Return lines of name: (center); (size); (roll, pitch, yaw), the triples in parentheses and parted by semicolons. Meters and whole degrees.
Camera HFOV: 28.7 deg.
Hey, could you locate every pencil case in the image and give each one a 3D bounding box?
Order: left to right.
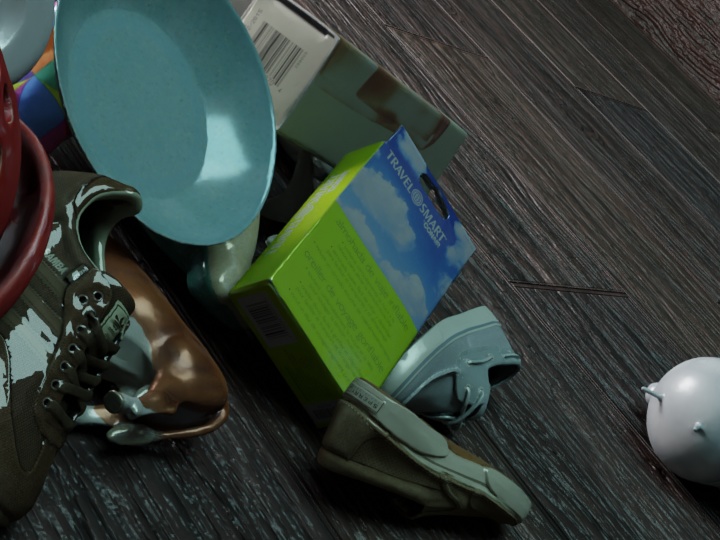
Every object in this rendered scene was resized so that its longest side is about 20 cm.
pencil case: (-0.199, -0.127, 0.935); (0.088, 0.088, 0.200); (42, 61, 9)

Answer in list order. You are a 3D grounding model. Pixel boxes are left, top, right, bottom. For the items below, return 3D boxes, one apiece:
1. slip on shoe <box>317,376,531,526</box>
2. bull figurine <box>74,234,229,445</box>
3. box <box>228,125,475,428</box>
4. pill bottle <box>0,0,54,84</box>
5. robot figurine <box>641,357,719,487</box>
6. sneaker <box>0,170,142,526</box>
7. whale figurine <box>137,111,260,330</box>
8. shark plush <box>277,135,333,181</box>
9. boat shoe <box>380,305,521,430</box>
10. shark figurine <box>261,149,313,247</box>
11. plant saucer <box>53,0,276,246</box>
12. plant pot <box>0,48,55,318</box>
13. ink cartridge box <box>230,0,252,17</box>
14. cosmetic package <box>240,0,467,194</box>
slip on shoe: (0.044, 0.139, 0.947); (0.076, 0.061, 0.200); (29, -7, 42)
bull figurine: (-0.161, 0.025, 0.843); (0.200, 0.065, 0.121); (43, 28, 18)
box: (0.000, 0.000, 0.996); (0.122, 0.048, 0.200); (58, 43, -20)
pill bottle: (-0.276, -0.154, 0.838); (0.112, 0.113, 0.200); (17, -9, -41)
robot figurine: (0.341, 0.144, 1.291); (0.199, 0.113, 0.169); (18, 3, -39)
sneaker: (-0.158, 0.032, 0.729); (0.071, 0.075, 0.201); (75, 13, -61)
whale figurine: (-0.128, -0.050, 1.007); (0.159, 0.103, 0.201); (59, 16, -65)
shark plush: (-0.076, -0.146, 1.325); (0.083, 0.091, 0.200); (48, -4, -27)
boat shoe: (0.072, 0.080, 1.070); (0.072, 0.070, 0.201); (49, 27, 11)
shark figurine: (-0.018, -0.023, 1.098); (0.128, 0.089, 0.215); (46, 9, -17)
plant saucer: (-0.130, -0.110, 0.891); (0.201, 0.039, 0.202); (26, 57, -50)
plant pot: (-0.253, -0.055, 0.655); (0.201, 0.200, 0.183); (56, -12, 35)
ink cartridge box: (-0.156, -0.241, 1.228); (0.084, 0.145, 0.200); (27, 26, -28)
cosmetic package: (-0.015, -0.132, 1.117); (0.103, 0.087, 0.200); (40, 7, 35)
